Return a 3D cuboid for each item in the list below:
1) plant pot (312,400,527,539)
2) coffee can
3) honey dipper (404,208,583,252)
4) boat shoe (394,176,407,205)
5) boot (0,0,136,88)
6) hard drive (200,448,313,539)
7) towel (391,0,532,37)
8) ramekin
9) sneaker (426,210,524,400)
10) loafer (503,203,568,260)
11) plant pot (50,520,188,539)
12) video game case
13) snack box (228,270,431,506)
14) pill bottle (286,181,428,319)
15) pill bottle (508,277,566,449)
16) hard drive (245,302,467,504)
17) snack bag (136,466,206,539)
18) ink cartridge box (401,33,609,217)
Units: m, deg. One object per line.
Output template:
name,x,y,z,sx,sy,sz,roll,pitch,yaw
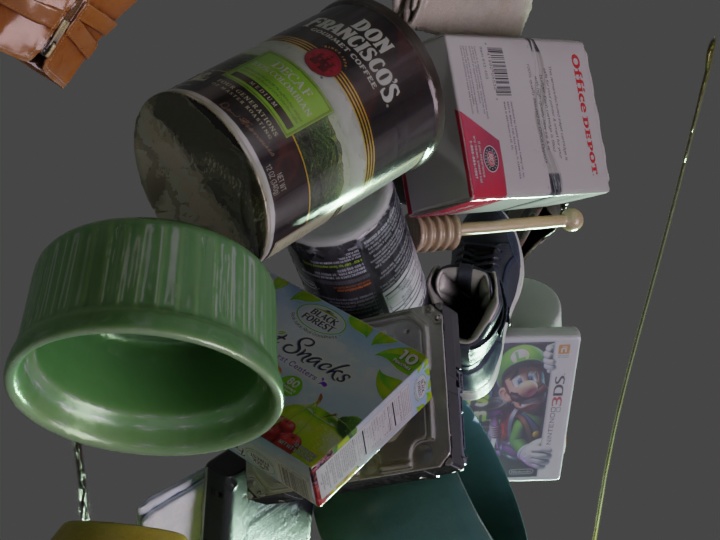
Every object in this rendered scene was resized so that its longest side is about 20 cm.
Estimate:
plant pot,0.050,0.229,1.518,0.160,0.202,0.200,-28,148,13
coffee can,-0.052,-0.105,1.198,0.199,0.145,0.148,-34,137,-37
honey dipper,0.129,-0.040,1.463,0.198,0.038,0.038,-4,117,-31
boat shoe,0.098,-0.092,1.487,0.199,0.063,0.072,-22,129,-46
boot,-0.167,-0.193,1.053,0.199,0.073,0.156,22,93,-45
hard drive,-0.094,0.240,1.442,0.139,0.033,0.202,-29,133,-48
towel,0.104,-0.268,1.406,0.199,0.034,0.134,5,109,-56
ramekin,-0.150,0.047,1.124,0.200,0.197,0.099,55,32,-53
sneaker,0.111,0.001,1.490,0.147,0.076,0.205,71,24,-60
loafer,0.178,-0.043,1.631,0.200,0.062,0.072,-45,143,-25
plant pot,-0.198,0.278,1.249,0.200,0.198,0.144,29,61,-57
video game case,0.118,0.140,1.599,0.197,0.023,0.184,-1,121,-7
snack box,-0.060,0.088,1.269,0.142,0.199,0.053,-40,140,-31
pill bottle,0.000,0.000,1.379,0.106,0.106,0.201,-48,144,-22
pill bottle,0.166,0.115,1.677,0.114,0.113,0.202,-36,138,-34
hard drive,-0.008,0.114,1.323,0.038,0.198,0.142,30,53,-57
snack bag,-0.131,0.255,1.448,0.199,0.021,0.191,-26,131,-43
ink cartridge box,0.125,-0.130,1.409,0.198,0.084,0.147,-6,84,-45
